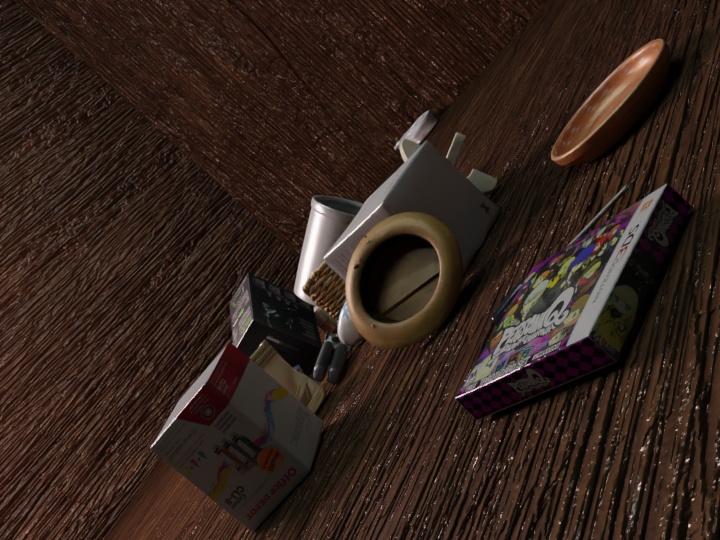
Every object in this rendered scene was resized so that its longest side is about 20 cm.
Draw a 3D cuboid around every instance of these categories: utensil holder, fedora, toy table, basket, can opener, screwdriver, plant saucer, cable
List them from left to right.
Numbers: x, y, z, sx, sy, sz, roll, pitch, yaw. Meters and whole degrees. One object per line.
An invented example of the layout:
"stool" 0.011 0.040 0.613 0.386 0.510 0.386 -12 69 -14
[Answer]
"can opener" -0.050 0.167 1.650 0.200 0.052 0.068 -70 -11 -71
"utensil holder" -0.044 -0.035 1.873 0.170 0.166 0.204 -76 2 -76
"basket" 0.000 0.000 1.739 0.201 0.148 0.143 -50 6 6
"fedora" 0.072 0.018 1.273 0.201 0.202 0.081 -47 -33 20
"cable" 0.233 -0.559 3.692 0.201 0.069 0.200 -50 7 -9
"toy table" 0.135 -0.141 1.556 0.119 0.181 0.200 -66 9 -24
"screwdriver" 0.205 -0.017 0.932 0.201 0.028 0.029 -52 34 13
"plant saucer" 0.327 -0.209 1.167 0.201 0.037 0.200 -50 5 6

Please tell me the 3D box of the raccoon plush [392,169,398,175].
"raccoon plush" 0.084 -0.113 1.859 0.201 0.134 0.097 -53 9 -27

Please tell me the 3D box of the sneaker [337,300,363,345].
"sneaker" 0.025 0.054 1.620 0.201 0.071 0.073 -52 13 11

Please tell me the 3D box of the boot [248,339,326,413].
"boot" -0.167 0.234 1.518 0.201 0.155 0.073 -52 7 -23

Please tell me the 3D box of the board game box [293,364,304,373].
"board game box" -0.209 0.273 1.820 0.197 0.035 0.136 -27 15 15

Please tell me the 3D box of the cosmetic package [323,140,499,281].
"cosmetic package" 0.079 -0.055 1.421 0.200 0.166 0.168 -40 11 51

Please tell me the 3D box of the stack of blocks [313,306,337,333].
"stack of blocks" -0.029 0.047 2.072 0.201 0.058 0.115 -50 6 4

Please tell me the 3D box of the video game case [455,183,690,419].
"video game case" 0.182 0.032 0.790 0.182 0.036 0.200 -53 7 -32

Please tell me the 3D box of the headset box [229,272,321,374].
"headset box" -0.184 0.122 1.949 0.094 0.172 0.201 -55 27 21

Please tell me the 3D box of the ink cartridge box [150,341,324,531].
"ink cartridge box" -0.175 0.244 1.335 0.146 0.199 0.145 -47 9 18
